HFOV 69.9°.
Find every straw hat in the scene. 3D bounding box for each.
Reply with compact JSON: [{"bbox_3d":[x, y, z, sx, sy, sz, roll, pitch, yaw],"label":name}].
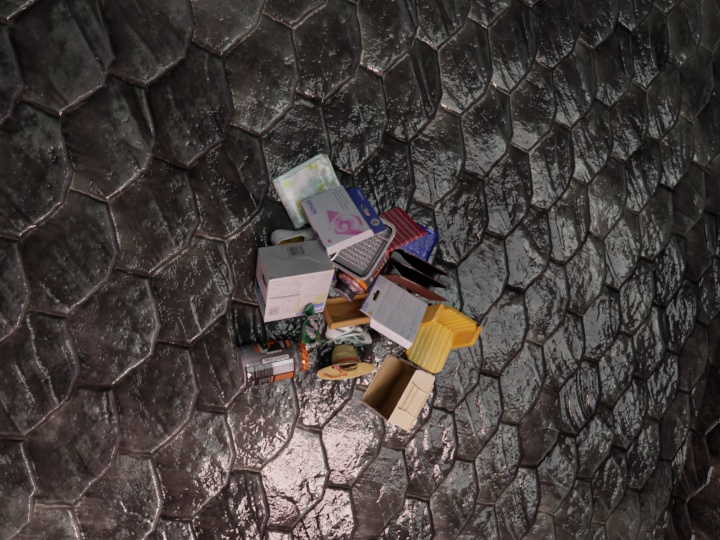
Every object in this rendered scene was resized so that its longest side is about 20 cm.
[{"bbox_3d":[-0.052,0.284,1.653,0.199,0.201,0.086,6,62,-24],"label":"straw hat"}]

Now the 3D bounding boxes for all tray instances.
[{"bbox_3d":[-0.021,0.128,1.677,0.198,0.099,0.037,-7,141,-24],"label":"tray"}]

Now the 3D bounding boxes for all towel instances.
[{"bbox_3d":[0.100,-0.129,1.673,0.199,0.145,0.023,-26,149,-31],"label":"towel"},{"bbox_3d":[0.171,-0.066,1.774,0.147,0.050,0.201,25,85,-17],"label":"towel"},{"bbox_3d":[-0.156,-0.251,1.608,0.199,0.048,0.172,-32,106,-18],"label":"towel"}]

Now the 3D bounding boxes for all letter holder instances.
[{"bbox_3d":[0.194,0.015,1.683,0.199,0.142,0.101,27,83,-17],"label":"letter holder"}]

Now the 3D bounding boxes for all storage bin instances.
[{"bbox_3d":[0.125,0.396,1.706,0.093,0.200,0.200,35,81,-24],"label":"storage bin"}]

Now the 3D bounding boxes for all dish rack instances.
[{"bbox_3d":[0.005,-0.079,1.593,0.201,0.171,0.044,-58,155,-5],"label":"dish rack"}]

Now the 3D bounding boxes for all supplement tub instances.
[{"bbox_3d":[0.000,0.000,1.667,0.107,0.107,0.201,41,78,-21],"label":"supplement tub"},{"bbox_3d":[-0.266,0.275,1.564,0.198,0.122,0.124,-8,98,-24],"label":"supplement tub"}]

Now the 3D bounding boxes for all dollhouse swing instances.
[{"bbox_3d":[0.282,0.246,1.789,0.199,0.181,0.177,31,62,-23],"label":"dollhouse swing"}]

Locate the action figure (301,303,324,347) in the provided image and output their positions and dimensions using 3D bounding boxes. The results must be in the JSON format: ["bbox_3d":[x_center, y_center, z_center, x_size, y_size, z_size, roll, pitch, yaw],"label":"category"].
[{"bbox_3d":[-0.144,0.192,1.588,0.054,0.200,0.119,13,69,7],"label":"action figure"}]

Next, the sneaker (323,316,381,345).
[{"bbox_3d":[-0.019,0.196,1.694,0.198,0.074,0.089,4,95,-25],"label":"sneaker"}]

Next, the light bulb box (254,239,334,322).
[{"bbox_3d":[-0.200,0.031,1.519,0.197,0.125,0.201,-9,143,-23],"label":"light bulb box"}]

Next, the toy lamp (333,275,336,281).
[{"bbox_3d":[-0.072,-0.068,1.657,0.058,0.058,0.202,17,88,-24],"label":"toy lamp"}]

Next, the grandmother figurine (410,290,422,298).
[{"bbox_3d":[0.147,0.120,1.772,0.200,0.060,0.122,-42,101,-18],"label":"grandmother figurine"}]

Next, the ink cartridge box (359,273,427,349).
[{"bbox_3d":[0.105,0.129,1.666,0.199,0.041,0.200,33,42,-1],"label":"ink cartridge box"}]

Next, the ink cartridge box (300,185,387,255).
[{"bbox_3d":[-0.051,-0.164,1.533,0.199,0.043,0.197,-25,60,-12],"label":"ink cartridge box"}]

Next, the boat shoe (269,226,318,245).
[{"bbox_3d":[-0.175,-0.091,1.587,0.198,0.070,0.071,-2,121,-30],"label":"boat shoe"}]

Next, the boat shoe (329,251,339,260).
[{"bbox_3d":[-0.087,-0.125,1.587,0.060,0.075,0.202,35,56,-40],"label":"boat shoe"}]
